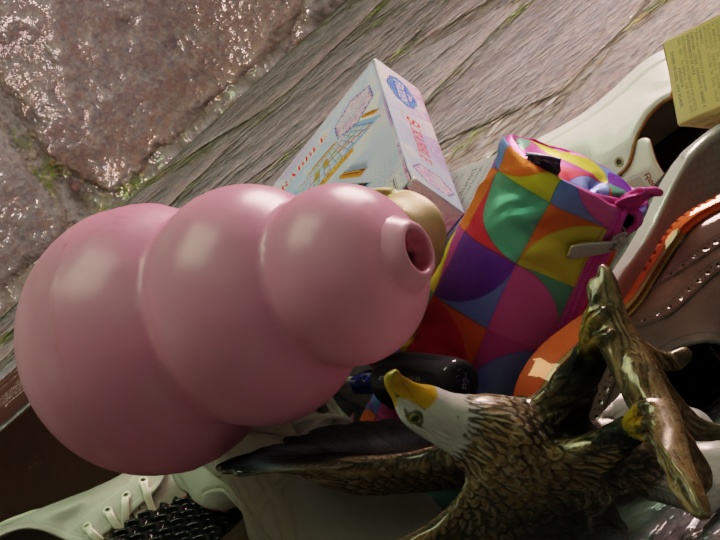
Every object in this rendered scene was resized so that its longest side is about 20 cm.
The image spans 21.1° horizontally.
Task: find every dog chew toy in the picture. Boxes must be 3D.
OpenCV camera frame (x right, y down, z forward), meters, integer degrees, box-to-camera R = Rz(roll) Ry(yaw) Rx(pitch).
[{"bbox_3d":[-0.056,0.018,0.850,0.200,0.125,0.125,-19,21,33],"label":"dog chew toy"}]

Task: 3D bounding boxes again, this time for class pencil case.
[{"bbox_3d":[0.068,0.028,0.958,0.088,0.088,0.200,-86,22,-74],"label":"pencil case"}]

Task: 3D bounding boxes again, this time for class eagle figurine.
[{"bbox_3d":[0.048,0.090,0.808,0.200,0.151,0.152,-41,1,24],"label":"eagle figurine"}]

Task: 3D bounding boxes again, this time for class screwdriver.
[{"bbox_3d":[-0.010,0.058,0.964,0.028,0.029,0.200,-24,8,-34],"label":"screwdriver"}]

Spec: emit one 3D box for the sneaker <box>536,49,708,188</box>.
[{"bbox_3d":[0.150,-0.055,1.223,0.200,0.073,0.085,-46,27,9],"label":"sneaker"}]

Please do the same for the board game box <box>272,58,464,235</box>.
[{"bbox_3d":[-0.026,-0.010,1.173,0.200,0.041,0.200,-50,21,17],"label":"board game box"}]

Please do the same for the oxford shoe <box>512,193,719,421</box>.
[{"bbox_3d":[0.165,0.028,0.929,0.200,0.071,0.073,-41,40,-23],"label":"oxford shoe"}]

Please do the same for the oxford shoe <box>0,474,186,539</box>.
[{"bbox_3d":[-0.129,0.146,1.092,0.200,0.075,0.058,-21,4,4],"label":"oxford shoe"}]

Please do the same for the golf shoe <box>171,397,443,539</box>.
[{"bbox_3d":[-0.032,0.086,0.925,0.075,0.092,0.200,-20,27,-34],"label":"golf shoe"}]

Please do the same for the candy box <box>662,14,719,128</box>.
[{"bbox_3d":[0.273,-0.127,1.027,0.115,0.055,0.200,-1,-14,-36],"label":"candy box"}]

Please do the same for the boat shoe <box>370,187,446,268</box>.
[{"bbox_3d":[0.000,0.000,0.982,0.069,0.074,0.200,-21,0,-12],"label":"boat shoe"}]

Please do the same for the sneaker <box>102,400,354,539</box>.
[{"bbox_3d":[-0.061,0.153,1.024,0.070,0.093,0.200,3,31,44],"label":"sneaker"}]

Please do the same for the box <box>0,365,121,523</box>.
[{"bbox_3d":[-0.149,0.120,1.221,0.164,0.166,0.200,-39,11,12],"label":"box"}]

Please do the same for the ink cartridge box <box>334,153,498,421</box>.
[{"bbox_3d":[0.037,0.025,1.161,0.200,0.083,0.146,-18,40,60],"label":"ink cartridge box"}]

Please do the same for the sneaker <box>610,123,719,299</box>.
[{"bbox_3d":[0.149,-0.009,1.048,0.200,0.071,0.099,-50,21,-28],"label":"sneaker"}]
